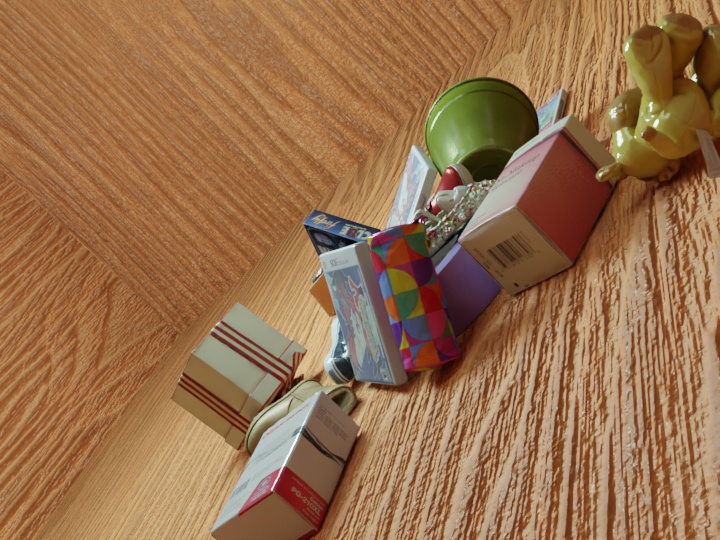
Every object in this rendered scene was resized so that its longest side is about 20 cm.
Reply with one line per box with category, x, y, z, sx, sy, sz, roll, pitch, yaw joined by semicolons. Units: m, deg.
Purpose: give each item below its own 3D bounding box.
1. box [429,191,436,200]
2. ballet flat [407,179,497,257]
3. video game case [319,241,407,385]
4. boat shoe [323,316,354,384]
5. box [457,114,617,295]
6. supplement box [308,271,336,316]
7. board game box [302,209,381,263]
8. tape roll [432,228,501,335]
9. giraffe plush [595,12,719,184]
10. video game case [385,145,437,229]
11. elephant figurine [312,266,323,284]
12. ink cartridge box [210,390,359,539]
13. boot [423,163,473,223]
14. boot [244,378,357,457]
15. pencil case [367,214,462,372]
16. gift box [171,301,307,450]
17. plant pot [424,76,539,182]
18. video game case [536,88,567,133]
box;0.157;-0.109;1.860;0.200;0.060;0.117;-47;10;-1
ballet flat;0.113;-0.071;1.421;0.200;0.064;0.076;-42;10;19
video game case;0.001;0.065;1.455;0.023;0.202;0.182;-18;2;-18
boat shoe;0.002;0.112;1.655;0.091;0.071;0.201;-34;17;19
box;0.237;-0.087;1.320;0.128;0.109;0.201;-33;17;52
supplement box;-0.003;0.019;1.791;0.069;0.067;0.199;-49;-15;29
board game box;0.000;0.000;1.579;0.135;0.201;0.035;19;58;36
tape roll;0.122;0.018;1.459;0.200;0.085;0.200;-44;10;10
giraffe plush;0.353;-0.174;1.170;0.162;0.171;0.202;133;142;-69
video game case;0.085;-0.114;1.771;0.200;0.023;0.184;-103;30;-72
elephant figurine;-0.028;0.020;2.009;0.201;0.154;0.142;-54;51;17
ink cartridge box;-0.097;0.279;1.350;0.145;0.084;0.200;-39;14;34
boot;0.099;-0.068;1.560;0.143;0.073;0.201;-14;-45;-24
boot;-0.100;0.237;1.577;0.175;0.066;0.200;-49;12;-12
pencil case;0.073;0.031;1.320;0.087;0.202;0.088;-13;-4;-1
gift box;-0.212;0.195;1.825;0.185;0.186;0.200;-53;-3;-40
plant pot;0.207;-0.188;1.663;0.200;0.200;0.194;-41;23;25
video game case;0.321;-0.256;1.875;0.143;0.017;0.200;-41;12;32
